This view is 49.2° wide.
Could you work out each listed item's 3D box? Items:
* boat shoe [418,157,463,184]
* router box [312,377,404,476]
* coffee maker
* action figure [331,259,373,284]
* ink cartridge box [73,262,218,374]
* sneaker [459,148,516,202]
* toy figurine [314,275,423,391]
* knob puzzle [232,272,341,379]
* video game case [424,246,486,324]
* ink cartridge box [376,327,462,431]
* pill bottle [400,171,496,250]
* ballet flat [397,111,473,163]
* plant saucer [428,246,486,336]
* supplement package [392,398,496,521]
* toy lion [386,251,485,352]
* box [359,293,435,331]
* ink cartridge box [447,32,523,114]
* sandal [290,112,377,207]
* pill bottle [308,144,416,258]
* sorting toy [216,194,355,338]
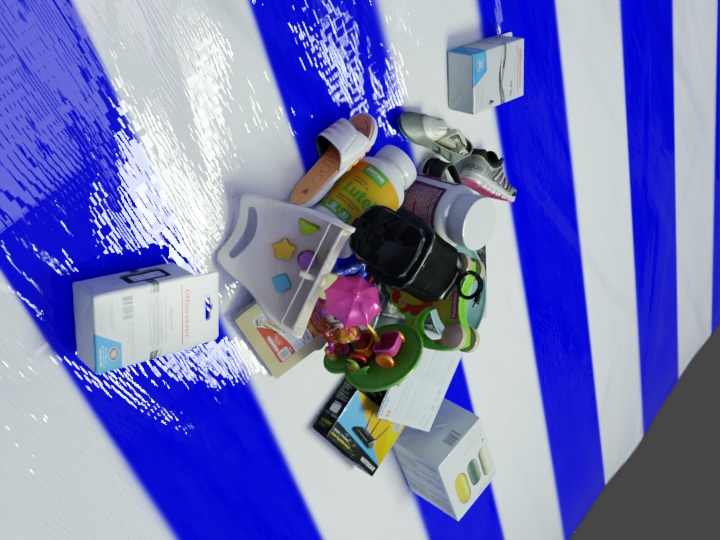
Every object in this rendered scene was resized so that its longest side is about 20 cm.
[{"bbox_3d":[0.180,-0.142,1.575,0.074,0.063,0.202,-52,137,-20],"label":"boat shoe"},{"bbox_3d":[0.005,0.306,1.588,0.150,0.051,0.200,-55,136,-16],"label":"router box"},{"bbox_3d":[0.098,-0.023,1.297,0.200,0.189,0.137,23,75,-69],"label":"coffee maker"},{"bbox_3d":[0.000,0.000,1.462,0.199,0.051,0.066,-35,124,-34],"label":"action figure"},{"bbox_3d":[-0.308,0.062,1.144,0.198,0.067,0.118,-13,116,-41],"label":"ink cartridge box"},{"bbox_3d":[0.275,-0.200,1.637,0.199,0.073,0.089,16,89,-51],"label":"sneaker"},{"bbox_3d":[-0.015,0.088,1.334,0.185,0.198,0.151,61,42,-35],"label":"toy figurine"},{"bbox_3d":[-0.109,0.072,1.373,0.217,0.030,0.222,-19,129,-25],"label":"knob puzzle"},{"bbox_3d":[0.196,0.014,1.633,0.199,0.035,0.184,-3,93,-49],"label":"video game case"},{"bbox_3d":[0.113,0.217,1.598,0.199,0.040,0.202,27,86,-49],"label":"ink cartridge box"},{"bbox_3d":[0.144,-0.110,1.447,0.113,0.199,0.116,-20,120,-38],"label":"pill bottle"},{"bbox_3d":[0.148,-0.260,1.483,0.199,0.063,0.068,19,58,-50],"label":"ballet flat"},{"bbox_3d":[0.184,0.046,1.565,0.199,0.036,0.203,-2,92,-48],"label":"plant saucer"},{"bbox_3d":[0.186,0.411,1.745,0.152,0.150,0.202,-42,132,-25],"label":"supplement package"},{"bbox_3d":[0.129,0.045,1.447,0.068,0.190,0.203,15,77,-50],"label":"toy lion"},{"bbox_3d":[0.072,0.127,1.585,0.199,0.048,0.160,15,96,-48],"label":"box"},{"bbox_3d":[0.261,-0.392,1.546,0.199,0.067,0.117,-28,125,-36],"label":"ink cartridge box"},{"bbox_3d":[-0.049,-0.194,1.304,0.207,0.079,0.059,-52,138,-14],"label":"sandal"},{"bbox_3d":[0.005,-0.126,1.365,0.200,0.110,0.112,-45,133,-23],"label":"pill bottle"},{"bbox_3d":[-0.127,-0.030,1.241,0.178,0.107,0.202,26,107,-6],"label":"sorting toy"}]
